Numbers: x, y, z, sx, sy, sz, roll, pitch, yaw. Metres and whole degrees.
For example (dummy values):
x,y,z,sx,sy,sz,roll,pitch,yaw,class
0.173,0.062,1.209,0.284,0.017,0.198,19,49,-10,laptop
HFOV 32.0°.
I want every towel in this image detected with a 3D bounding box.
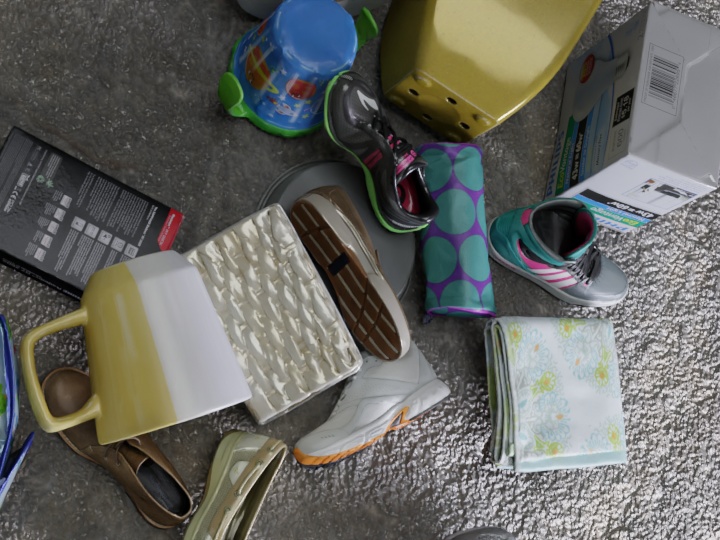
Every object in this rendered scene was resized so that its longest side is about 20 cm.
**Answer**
x,y,z,sx,sy,sz,roll,pitch,yaw,class
0.225,0.140,1.435,0.198,0.048,0.174,3,81,-36,towel

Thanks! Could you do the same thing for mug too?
x,y,z,sx,sy,sz,roll,pitch,yaw,class
-0.201,0.069,1.156,0.186,0.148,0.156,-13,86,-60,mug

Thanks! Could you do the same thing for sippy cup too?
x,y,z,sx,sy,sz,roll,pitch,yaw,class
-0.066,-0.233,1.374,0.138,0.130,0.180,26,66,-12,sippy cup

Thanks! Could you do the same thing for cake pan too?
x,y,z,sx,sy,sz,roll,pitch,yaw,class
-0.022,-0.032,1.399,0.197,0.037,0.204,6,75,-22,cake pan

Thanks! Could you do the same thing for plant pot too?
x,y,z,sx,sy,sz,roll,pitch,yaw,class
0.130,-0.264,1.443,0.194,0.194,0.202,29,74,-13,plant pot

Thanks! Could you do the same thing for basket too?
x,y,z,sx,sy,sz,roll,pitch,yaw,class
-0.096,0.043,1.281,0.134,0.123,0.202,-29,89,-3,basket

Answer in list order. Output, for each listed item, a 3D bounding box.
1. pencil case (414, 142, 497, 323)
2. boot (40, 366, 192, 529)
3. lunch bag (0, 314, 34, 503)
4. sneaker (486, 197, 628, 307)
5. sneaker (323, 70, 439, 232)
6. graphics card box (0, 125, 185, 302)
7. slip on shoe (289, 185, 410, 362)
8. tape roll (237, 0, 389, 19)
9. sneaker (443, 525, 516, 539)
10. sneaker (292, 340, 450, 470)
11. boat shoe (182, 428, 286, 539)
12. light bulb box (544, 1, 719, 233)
x,y,z,sx,sy,sz,roll,pitch,yaw,class
0.106,-0.044,1.429,0.084,0.092,0.204,-5,81,10,pencil case
-0.236,0.170,1.239,0.200,0.075,0.074,47,68,-4,boot
-0.360,0.151,1.136,0.125,0.170,0.204,-3,79,-16,lunch bag
0.253,-0.024,1.467,0.198,0.121,0.085,22,70,-17,sneaker
0.029,-0.131,1.348,0.077,0.083,0.201,-48,121,-28,sneaker
-0.294,-0.043,1.279,0.198,0.051,0.127,27,69,-16,graphics card box
0.000,0.000,1.345,0.060,0.076,0.201,-32,87,-43,slip on shoe
-0.043,-0.343,1.375,0.199,0.202,0.072,-3,77,-23,tape roll
0.093,0.331,1.334,0.198,0.082,0.076,-20,85,-26,sneaker
-0.001,0.142,1.354,0.198,0.076,0.093,-25,80,-33,sneaker
-0.130,0.260,1.255,0.062,0.073,0.203,8,62,19,boat shoe
0.329,-0.175,1.492,0.123,0.200,0.201,18,71,-16,light bulb box
